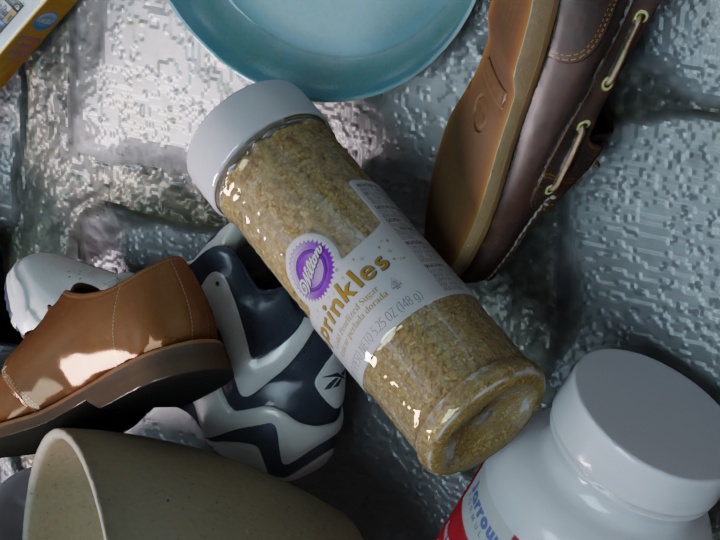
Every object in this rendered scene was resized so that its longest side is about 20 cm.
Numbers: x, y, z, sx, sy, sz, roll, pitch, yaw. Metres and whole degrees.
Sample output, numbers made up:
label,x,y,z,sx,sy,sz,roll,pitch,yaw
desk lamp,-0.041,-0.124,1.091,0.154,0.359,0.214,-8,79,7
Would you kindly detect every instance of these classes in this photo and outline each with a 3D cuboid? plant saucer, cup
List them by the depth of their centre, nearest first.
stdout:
label,x,y,z,sx,sy,sz,roll,pitch,yaw
plant saucer,-0.021,-0.180,0.961,0.200,0.027,0.201,11,113,27
cup,-0.073,0.173,0.987,0.200,0.143,0.201,179,90,-68

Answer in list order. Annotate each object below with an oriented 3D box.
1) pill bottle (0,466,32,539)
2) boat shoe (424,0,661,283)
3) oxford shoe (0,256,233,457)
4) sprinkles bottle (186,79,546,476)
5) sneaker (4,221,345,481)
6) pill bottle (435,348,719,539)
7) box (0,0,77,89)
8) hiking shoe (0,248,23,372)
label,x,y,z,sx,sy,sz,roll,pitch,yaw
pill bottle,-0.191,0.215,1.157,0.114,0.114,0.200,40,124,13
boat shoe,0.081,-0.067,0.911,0.200,0.070,0.071,111,156,-44
oxford shoe,-0.144,0.048,1.013,0.200,0.071,0.072,-24,73,34
sprinkles bottle,0.000,0.000,0.931,0.200,0.068,0.068,50,127,28
sneaker,-0.085,0.006,1.040,0.199,0.079,0.130,31,115,24
pill bottle,0.092,0.138,0.955,0.112,0.112,0.200,37,122,15
box,-0.241,-0.127,1.068,0.119,0.041,0.200,44,103,9
hiking shoe,-0.241,-0.018,1.138,0.086,0.074,0.200,-21,102,22
